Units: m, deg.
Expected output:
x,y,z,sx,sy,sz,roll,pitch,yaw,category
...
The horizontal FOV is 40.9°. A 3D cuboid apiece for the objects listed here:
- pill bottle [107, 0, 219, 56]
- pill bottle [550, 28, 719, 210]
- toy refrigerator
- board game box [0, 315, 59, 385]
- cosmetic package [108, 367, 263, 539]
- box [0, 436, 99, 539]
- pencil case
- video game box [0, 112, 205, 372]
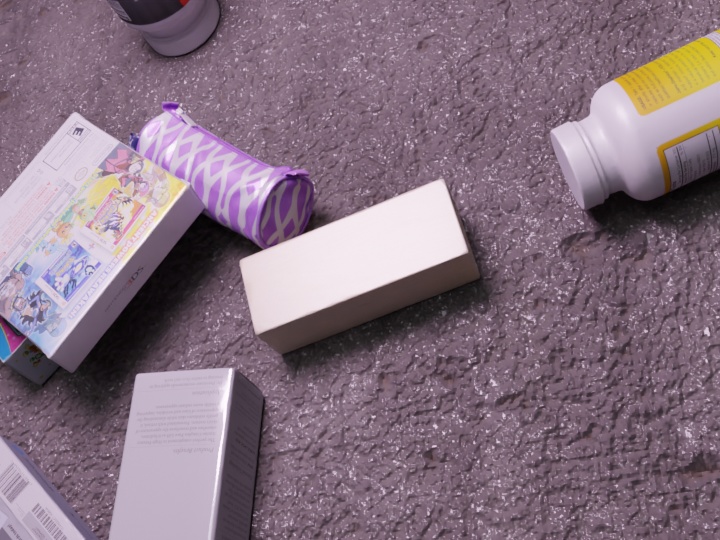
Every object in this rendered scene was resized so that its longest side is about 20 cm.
x,y,z,sx,sy,sz,roll,pitch,yaw,category
-0.236,-0.336,1.050,0.114,0.200,0.118,-9,59,16,pill bottle
0.263,-0.126,0.805,0.197,0.105,0.105,-24,57,7,pill bottle
0.000,0.000,0.861,0.197,0.070,0.077,-22,64,9,toy refrigerator
-0.310,-0.009,0.986,0.147,0.064,0.201,36,81,32,board game box
-0.146,0.189,0.813,0.100,0.074,0.203,-5,63,19,cosmetic package
-0.342,0.275,0.860,0.155,0.041,0.201,34,78,32,box
-0.135,-0.094,0.950,0.198,0.083,0.087,30,107,29,pencil case
-0.273,-0.033,0.922,0.181,0.047,0.201,31,77,32,video game box
